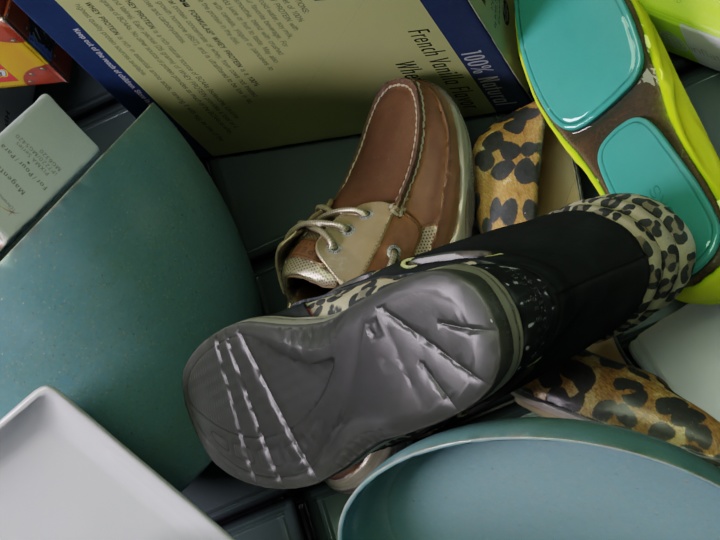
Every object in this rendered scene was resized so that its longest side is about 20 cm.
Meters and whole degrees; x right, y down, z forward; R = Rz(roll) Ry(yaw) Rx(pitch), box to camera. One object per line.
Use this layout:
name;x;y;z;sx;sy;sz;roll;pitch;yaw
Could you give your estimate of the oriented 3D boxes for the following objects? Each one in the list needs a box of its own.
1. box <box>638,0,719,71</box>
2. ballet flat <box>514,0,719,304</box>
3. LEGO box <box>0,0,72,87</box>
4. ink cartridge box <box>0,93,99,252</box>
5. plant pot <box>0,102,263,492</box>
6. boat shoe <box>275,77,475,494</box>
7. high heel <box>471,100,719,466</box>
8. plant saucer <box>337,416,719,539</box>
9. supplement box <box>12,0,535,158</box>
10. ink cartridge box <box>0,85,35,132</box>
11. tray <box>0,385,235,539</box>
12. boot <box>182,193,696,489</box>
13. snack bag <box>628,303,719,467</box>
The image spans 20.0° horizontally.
box;0.219;-0.143;0.965;0.199;0.048;0.122;27;82;33
ballet flat;0.130;-0.067;0.958;0.067;0.067;0.201;-36;60;24
LEGO box;-0.246;-0.171;1.049;0.198;0.077;0.150;-2;70;18
ink cartridge box;-0.228;0.021;0.978;0.044;0.174;0.200;45;130;-6
plant pot;-0.120;0.038;0.972;0.135;0.200;0.200;44;89;-7
boat shoe;0.000;0.000;0.954;0.075;0.071;0.202;-10;64;53
high heel;0.111;0.002;0.939;0.199;0.071;0.143;24;86;38
plant saucer;0.090;0.118;0.848;0.198;0.201;0.028;-1;50;20
supplement box;-0.035;-0.164;0.992;0.198;0.200;0.135;-7;68;19
ink cartridge box;-0.285;-0.129;1.139;0.198;0.086;0.148;-1;70;21
tray;-0.109;0.137;0.921;0.107;0.200;0.022;-39;28;13
boot;0.033;0.029;0.872;0.203;0.153;0.074;-21;90;47
snack bag;0.238;0.050;0.909;0.199;0.021;0.189;-32;63;7
